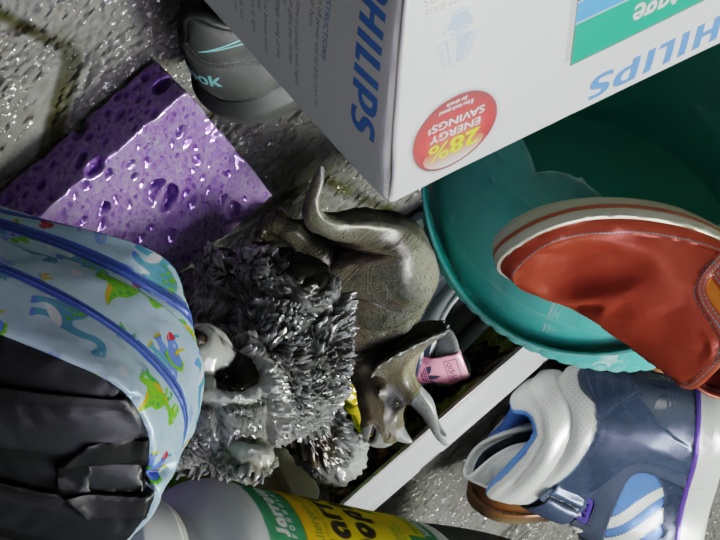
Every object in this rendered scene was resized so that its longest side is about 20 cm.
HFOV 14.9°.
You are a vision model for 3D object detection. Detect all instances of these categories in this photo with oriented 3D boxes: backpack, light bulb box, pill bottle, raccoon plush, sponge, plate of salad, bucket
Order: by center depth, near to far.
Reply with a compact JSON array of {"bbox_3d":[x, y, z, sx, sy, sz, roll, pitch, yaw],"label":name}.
[{"bbox_3d":[0.036,-0.166,1.141,0.198,0.200,0.125,-26,146,-24],"label":"light bulb box"},{"bbox_3d":[-0.167,0.043,1.182,0.154,0.200,0.163,-49,154,-52],"label":"backpack"},{"bbox_3d":[-0.144,-0.003,1.308,0.200,0.030,0.112,-41,148,-2],"label":"sponge"},{"bbox_3d":[-0.039,0.081,1.320,0.097,0.134,0.200,-16,135,28],"label":"raccoon plush"},{"bbox_3d":[-0.051,0.164,1.370,0.200,0.113,0.113,15,119,-37],"label":"pill bottle"},{"bbox_3d":[0.130,-0.057,1.384,0.207,0.207,0.135,-21,148,-30],"label":"bucket"},{"bbox_3d":[0.038,0.078,1.558,0.200,0.048,0.200,-40,177,-3],"label":"plate of salad"}]

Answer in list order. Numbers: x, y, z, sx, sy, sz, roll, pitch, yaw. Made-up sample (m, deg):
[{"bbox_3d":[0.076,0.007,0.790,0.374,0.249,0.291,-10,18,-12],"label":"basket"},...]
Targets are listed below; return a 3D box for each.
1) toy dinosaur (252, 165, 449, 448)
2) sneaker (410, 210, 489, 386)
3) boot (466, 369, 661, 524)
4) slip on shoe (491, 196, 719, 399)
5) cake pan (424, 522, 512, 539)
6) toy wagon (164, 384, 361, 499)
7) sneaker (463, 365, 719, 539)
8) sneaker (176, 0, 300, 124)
[{"bbox_3d":[0.000,0.000,1.380,0.102,0.077,0.200,5,138,4],"label":"toy dinosaur"},{"bbox_3d":[0.012,0.040,1.480,0.200,0.082,0.070,-38,148,-4],"label":"sneaker"},{"bbox_3d":[0.147,0.060,1.663,0.200,0.077,0.155,-22,138,-11],"label":"boot"},{"bbox_3d":[0.152,0.020,1.277,0.200,0.061,0.074,22,139,-20],"label":"slip on shoe"},{"bbox_3d":[0.035,0.188,1.601,0.200,0.200,0.037,-7,106,-43],"label":"cake pan"},{"bbox_3d":[-0.077,0.123,1.435,0.200,0.040,0.155,-38,124,-20],"label":"toy wagon"},{"bbox_3d":[0.129,0.132,1.631,0.146,0.081,0.200,3,134,-6],"label":"sneaker"},{"bbox_3d":[0.002,-0.146,1.250,0.200,0.075,0.079,-39,146,-5],"label":"sneaker"}]
